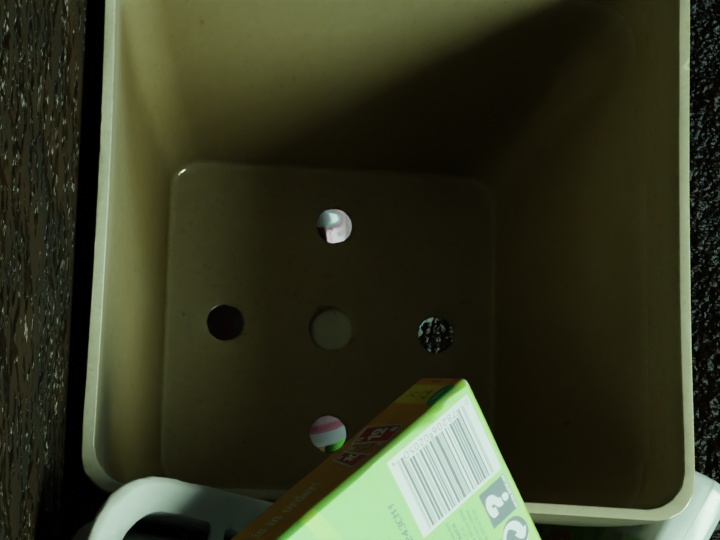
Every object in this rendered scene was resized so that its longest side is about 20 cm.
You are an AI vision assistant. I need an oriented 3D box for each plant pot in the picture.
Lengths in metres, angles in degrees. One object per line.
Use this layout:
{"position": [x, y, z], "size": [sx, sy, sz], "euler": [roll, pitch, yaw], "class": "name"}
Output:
{"position": [0.000, 0.000, 0.962], "size": [0.177, 0.199, 0.200], "euler": [121, -28, -74], "class": "plant pot"}

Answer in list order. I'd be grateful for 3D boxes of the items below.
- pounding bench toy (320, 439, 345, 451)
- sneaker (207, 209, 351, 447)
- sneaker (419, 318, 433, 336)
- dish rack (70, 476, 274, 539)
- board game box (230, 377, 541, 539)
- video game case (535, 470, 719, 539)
{"position": [-0.007, 0.112, 1.317], "size": [0.200, 0.124, 0.156], "euler": [72, 18, -80], "class": "pounding bench toy"}
{"position": [-0.039, -0.033, 1.095], "size": [0.105, 0.075, 0.201], "euler": [89, -8, -71], "class": "sneaker"}
{"position": [-0.017, -0.052, 1.372], "size": [0.072, 0.072, 0.200], "euler": [16, 47, -56], "class": "sneaker"}
{"position": [-0.040, 0.174, 0.834], "size": [0.171, 0.043, 0.200], "euler": [19, 67, -45], "class": "dish rack"}
{"position": [-0.019, 0.125, 0.792], "size": [0.200, 0.030, 0.096], "euler": [-39, 113, -36], "class": "board game box"}
{"position": [0.046, 0.154, 0.977], "size": [0.200, 0.022, 0.182], "euler": [-61, -166, -7], "class": "video game case"}
